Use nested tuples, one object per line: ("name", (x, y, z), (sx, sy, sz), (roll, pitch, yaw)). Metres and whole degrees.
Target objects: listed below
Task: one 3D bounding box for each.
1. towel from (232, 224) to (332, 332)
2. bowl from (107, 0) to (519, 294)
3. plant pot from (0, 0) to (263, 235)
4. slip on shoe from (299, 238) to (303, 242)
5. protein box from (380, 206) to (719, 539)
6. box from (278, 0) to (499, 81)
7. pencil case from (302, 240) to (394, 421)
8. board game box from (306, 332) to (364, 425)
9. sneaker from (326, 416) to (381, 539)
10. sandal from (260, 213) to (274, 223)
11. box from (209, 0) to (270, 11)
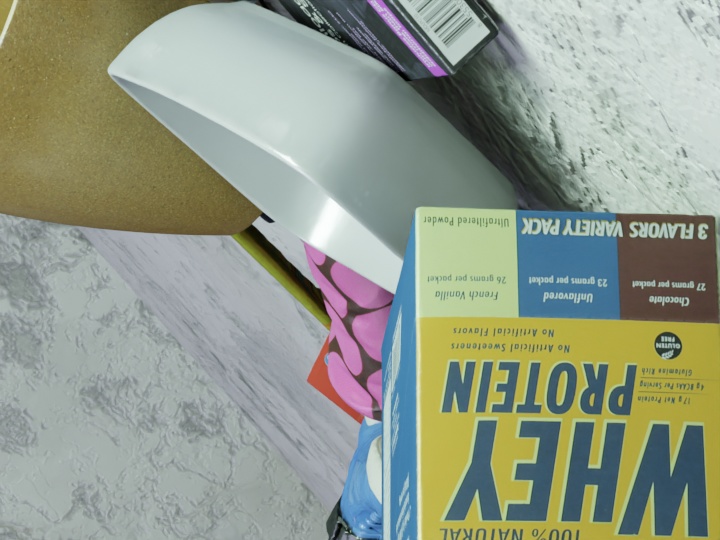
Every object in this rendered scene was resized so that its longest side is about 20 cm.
("towel", (-0.050, -0.004, 1.648), (0.086, 0.018, 0.200), (45, 180, 44))
("bowl", (-0.011, -0.059, 1.314), (0.199, 0.075, 0.200), (28, 172, 47))
("plant pot", (-0.140, -0.096, 1.430), (0.199, 0.187, 0.186), (24, -178, -28))
("slip on shoe", (0.005, -0.024, 1.646), (0.061, 0.074, 0.201), (-20, 109, 32))
("protein box", (0.081, 0.101, 1.179), (0.199, 0.134, 0.202), (102, 169, -69))
("box", (-0.015, -0.152, 1.251), (0.143, 0.036, 0.200), (49, 173, -9))
("pencil case", (0.000, 0.000, 1.548), (0.093, 0.091, 0.201), (14, 141, 28))
("board game box", (0.072, 0.118, 1.799), (0.152, 0.041, 0.200), (25, -174, -34))
("sneaker", (0.026, 0.148, 1.610), (0.076, 0.112, 0.200), (9, -165, -9))
("sandal", (-0.057, -0.070, 1.685), (0.200, 0.043, 0.077), (-58, -55, -84))
("box", (-0.121, -0.181, 1.539), (0.117, 0.060, 0.200), (36, 165, 48))
